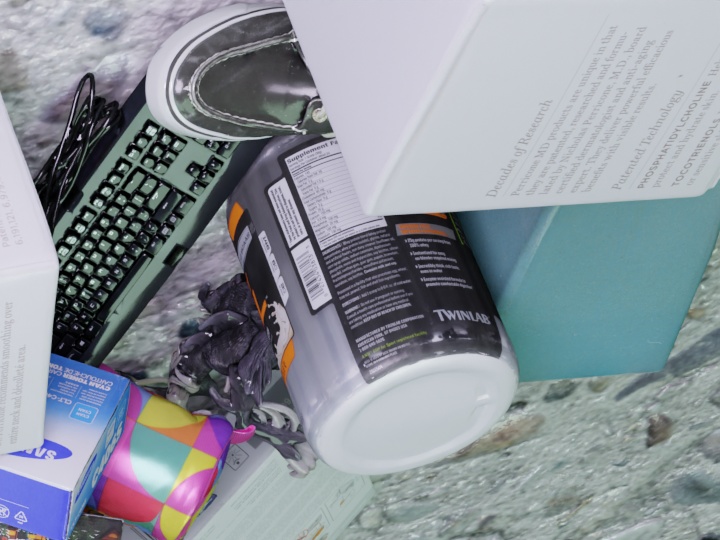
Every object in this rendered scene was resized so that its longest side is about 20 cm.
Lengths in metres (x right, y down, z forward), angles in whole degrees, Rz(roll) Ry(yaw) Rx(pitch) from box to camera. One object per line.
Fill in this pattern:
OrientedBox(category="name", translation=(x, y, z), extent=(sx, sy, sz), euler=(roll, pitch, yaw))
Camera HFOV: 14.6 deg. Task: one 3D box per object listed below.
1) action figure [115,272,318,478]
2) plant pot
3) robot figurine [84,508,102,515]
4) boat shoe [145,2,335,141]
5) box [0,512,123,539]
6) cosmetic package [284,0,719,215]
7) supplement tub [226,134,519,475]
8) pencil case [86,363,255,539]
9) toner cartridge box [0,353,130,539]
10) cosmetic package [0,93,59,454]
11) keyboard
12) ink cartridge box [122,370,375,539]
OrientedBox(category="action figure", translation=(-0.073, 0.063, 1.675), extent=(0.102, 0.119, 0.200), euler=(22, 139, -33))
OrientedBox(category="plant pot", translation=(0.125, -0.057, 1.586), extent=(0.141, 0.141, 0.200), euler=(-2, 137, -29))
OrientedBox(category="robot figurine", translation=(-0.192, 0.207, 1.871), extent=(0.200, 0.058, 0.145), euler=(-27, 147, 8))
OrientedBox(category="boat shoe", translation=(-0.014, -0.106, 1.469), extent=(0.199, 0.064, 0.071), euler=(-11, 106, -29))
OrientedBox(category="box", translation=(-0.222, 0.146, 1.585), extent=(0.136, 0.038, 0.200), euler=(10, 175, -17))
OrientedBox(category="cosmetic package", translation=(0.091, -0.145, 1.379), extent=(0.199, 0.168, 0.166), euler=(-4, 145, -26))
OrientedBox(category="supplement tub", translation=(0.000, 0.000, 1.531), extent=(0.122, 0.200, 0.123), euler=(-15, 148, -10))
OrientedBox(category="pencil case", translation=(-0.166, 0.084, 1.590), extent=(0.200, 0.089, 0.088), euler=(25, 139, 0))
OrientedBox(category="toner cartridge box", translation=(-0.232, 0.071, 1.499), extent=(0.199, 0.095, 0.043), euler=(17, 131, 5))
OrientedBox(category="cosmetic package", translation=(-0.269, 0.000, 1.396), extent=(0.199, 0.167, 0.168), euler=(-11, 147, -18))
OrientedBox(category="keyboard", translation=(-0.137, -0.025, 1.498), extent=(0.104, 0.040, 0.200), euler=(30, 108, -21))
OrientedBox(category="ink cartridge box", translation=(-0.069, 0.158, 1.829), extent=(0.160, 0.047, 0.200), euler=(-48, 158, -12))
